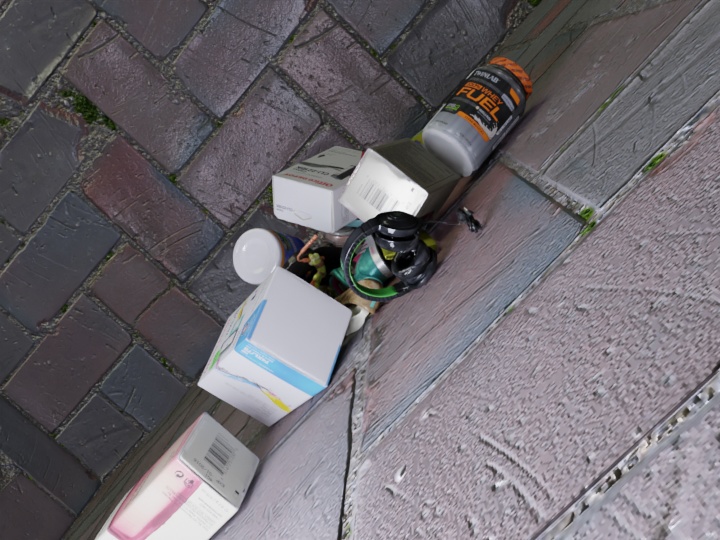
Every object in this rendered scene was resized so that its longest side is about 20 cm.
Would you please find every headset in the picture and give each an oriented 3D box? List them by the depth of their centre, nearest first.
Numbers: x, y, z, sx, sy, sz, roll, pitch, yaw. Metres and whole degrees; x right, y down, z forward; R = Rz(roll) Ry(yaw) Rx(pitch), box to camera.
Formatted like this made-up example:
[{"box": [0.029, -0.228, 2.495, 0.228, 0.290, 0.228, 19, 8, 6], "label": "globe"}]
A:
[{"box": [0.070, -0.028, 1.086, 0.199, 0.124, 0.094, -31, 32, -1], "label": "headset"}]

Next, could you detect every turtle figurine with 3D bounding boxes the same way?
[{"box": [-0.077, 0.042, 1.442, 0.161, 0.064, 0.202, 17, -90, -61], "label": "turtle figurine"}]

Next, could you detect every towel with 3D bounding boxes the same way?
[{"box": [0.076, -0.041, 1.283, 0.085, 0.018, 0.200, -14, 9, 1], "label": "towel"}]

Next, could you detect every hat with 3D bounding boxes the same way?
[{"box": [-0.097, 0.009, 1.529, 0.201, 0.200, 0.081, -47, 52, 7], "label": "hat"}]

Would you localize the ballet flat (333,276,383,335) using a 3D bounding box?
[{"box": [-0.026, 0.079, 1.294, 0.200, 0.067, 0.073, -34, 35, 49], "label": "ballet flat"}]

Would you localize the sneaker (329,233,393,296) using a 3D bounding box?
[{"box": [0.000, 0.000, 1.430, 0.120, 0.084, 0.200, -38, 13, 9], "label": "sneaker"}]

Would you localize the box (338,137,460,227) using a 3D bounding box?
[{"box": [0.070, -0.141, 1.330, 0.109, 0.127, 0.200, -57, -11, 24], "label": "box"}]

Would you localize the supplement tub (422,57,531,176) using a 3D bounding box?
[{"box": [0.214, -0.280, 1.402, 0.201, 0.122, 0.122, -50, 8, -14], "label": "supplement tub"}]

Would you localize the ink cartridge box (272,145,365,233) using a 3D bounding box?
[{"box": [-0.049, -0.156, 1.456, 0.200, 0.143, 0.085, -35, -47, -45], "label": "ink cartridge box"}]

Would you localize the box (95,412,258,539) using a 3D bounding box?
[{"box": [-0.252, 0.319, 1.071, 0.200, 0.109, 0.128, -46, 8, 16], "label": "box"}]

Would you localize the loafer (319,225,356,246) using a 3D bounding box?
[{"box": [-0.049, -0.077, 1.524, 0.200, 0.071, 0.064, -118, 30, -68], "label": "loafer"}]

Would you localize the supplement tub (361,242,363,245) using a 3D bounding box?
[{"box": [0.069, -0.139, 1.587, 0.201, 0.122, 0.122, -52, 8, -21], "label": "supplement tub"}]

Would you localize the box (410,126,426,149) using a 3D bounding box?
[{"box": [0.165, -0.242, 1.570, 0.048, 0.118, 0.200, -42, 6, -12], "label": "box"}]

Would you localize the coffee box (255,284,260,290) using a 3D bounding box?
[{"box": [-0.205, 0.137, 1.600, 0.123, 0.043, 0.203, 51, -130, -81], "label": "coffee box"}]

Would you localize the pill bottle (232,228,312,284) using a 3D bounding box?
[{"box": [-0.167, -0.021, 1.608, 0.112, 0.112, 0.200, -46, -19, 14], "label": "pill bottle"}]

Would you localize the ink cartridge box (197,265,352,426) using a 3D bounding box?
[{"box": [-0.137, 0.125, 1.232, 0.200, 0.145, 0.148, -41, 23, 47], "label": "ink cartridge box"}]

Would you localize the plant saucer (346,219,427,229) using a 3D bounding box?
[{"box": [0.030, -0.095, 1.461, 0.070, 0.197, 0.019, -66, -20, -68], "label": "plant saucer"}]
